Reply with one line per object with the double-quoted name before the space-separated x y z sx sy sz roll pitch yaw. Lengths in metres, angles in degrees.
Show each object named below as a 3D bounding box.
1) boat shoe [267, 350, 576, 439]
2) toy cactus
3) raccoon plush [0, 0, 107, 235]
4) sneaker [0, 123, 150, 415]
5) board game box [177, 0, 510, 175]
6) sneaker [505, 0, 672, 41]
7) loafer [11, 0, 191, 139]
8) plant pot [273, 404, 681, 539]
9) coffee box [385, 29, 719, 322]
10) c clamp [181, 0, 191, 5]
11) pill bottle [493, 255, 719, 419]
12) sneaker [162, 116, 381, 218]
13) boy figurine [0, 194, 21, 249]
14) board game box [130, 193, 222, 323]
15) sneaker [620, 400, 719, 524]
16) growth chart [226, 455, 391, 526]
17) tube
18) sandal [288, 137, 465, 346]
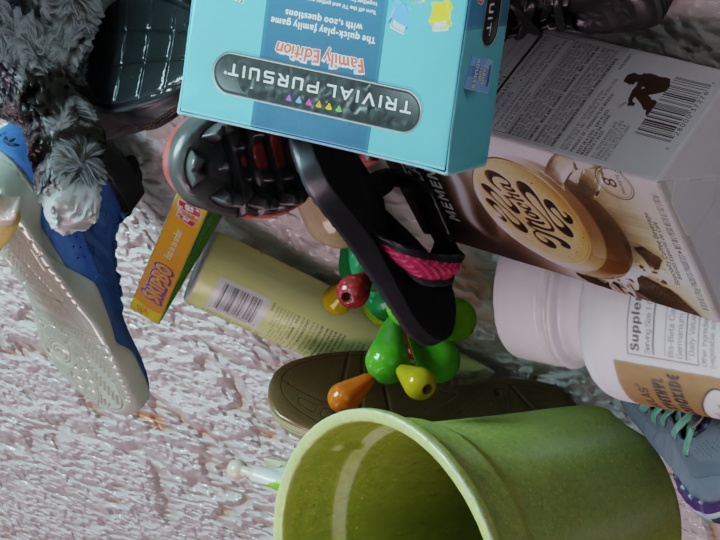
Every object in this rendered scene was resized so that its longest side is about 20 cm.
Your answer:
"boat shoe" 0.038 0.102 1.628 0.199 0.074 0.063 10 144 -3
"toy cactus" 0.000 0.000 1.519 0.165 0.102 0.200 58 -173 0
"raccoon plush" -0.218 -0.107 1.486 0.096 0.201 0.134 5 164 -30
"sneaker" -0.166 -0.014 1.625 0.077 0.111 0.200 -9 117 51
"board game box" -0.002 -0.160 1.212 0.151 0.047 0.201 14 105 26
"sneaker" 0.047 -0.128 1.281 0.199 0.104 0.060 17 148 21
"loafer" -0.130 -0.115 1.505 0.072 0.073 0.200 18 168 -36
"plant pot" 0.081 0.160 1.503 0.200 0.184 0.201 18 114 46
"coffee box" 0.109 -0.059 1.327 0.200 0.080 0.113 18 151 40
"c clamp" -0.072 -0.184 1.376 0.170 0.027 0.200 1 140 42
"pill bottle" 0.179 0.020 1.383 0.199 0.115 0.115 10 145 32
"sneaker" -0.053 -0.076 1.366 0.098 0.200 0.071 5 110 33
"boy figurine" -0.245 -0.048 1.477 0.124 0.065 0.200 19 157 19
"board game box" -0.090 -0.049 1.531 0.030 0.096 0.200 30 150 -3
"sneaker" 0.181 0.084 1.455 0.087 0.075 0.200 38 180 -8
"growth chart" 0.031 0.131 1.655 0.144 0.200 0.018 18 107 38
"tube" -0.016 0.038 1.656 0.199 0.052 0.058 26 -170 -7
"sandal" 0.021 -0.021 1.337 0.045 0.075 0.200 -24 147 10
